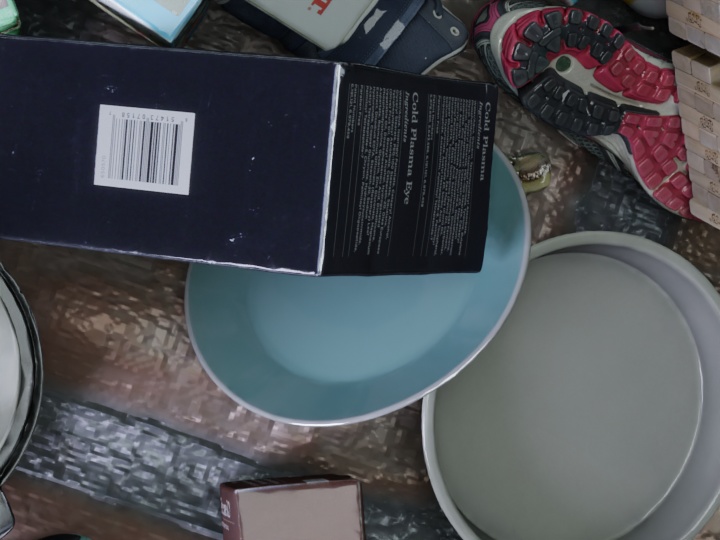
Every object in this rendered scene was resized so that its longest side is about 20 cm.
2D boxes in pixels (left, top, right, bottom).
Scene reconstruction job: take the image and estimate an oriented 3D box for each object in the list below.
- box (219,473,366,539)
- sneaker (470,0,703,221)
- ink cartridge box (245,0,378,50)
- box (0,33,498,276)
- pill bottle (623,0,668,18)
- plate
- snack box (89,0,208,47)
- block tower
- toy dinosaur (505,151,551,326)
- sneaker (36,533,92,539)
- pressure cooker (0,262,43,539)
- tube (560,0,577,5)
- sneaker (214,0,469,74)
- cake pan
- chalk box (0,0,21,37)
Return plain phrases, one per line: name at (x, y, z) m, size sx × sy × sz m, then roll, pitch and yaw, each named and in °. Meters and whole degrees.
box at (-0.033, 0.212, 1.283) m, size 0.075 × 0.100 × 0.200 m, roll -2°, pitch 86°, yaw -8°
sneaker at (0.148, -0.098, 1.325) m, size 0.200 × 0.075 × 0.081 m, roll 32°, pitch 94°, yaw -32°
ink cartridge box at (-0.056, -0.222, 1.166) m, size 0.200 × 0.083 × 0.147 m, roll 31°, pitch 105°, yaw -30°
box at (-0.058, -0.057, 1.209) m, size 0.200 × 0.182 × 0.104 m, roll 7°, pitch 95°, yaw 28°
pill bottle at (0.161, -0.213, 1.329) m, size 0.200 × 0.112 × 0.112 m, roll 40°, pitch 82°, yaw -3°
plate at (0.000, 0.000, 1.291) m, size 0.200 × 0.026 × 0.200 m, roll -11°, pitch 56°, yaw 17°
snack box at (-0.135, -0.160, 1.239) m, size 0.116 × 0.200 × 0.037 m, roll 34°, pitch 90°, yaw -5°
block tower at (0.202, -0.119, 1.267) m, size 0.058 × 0.054 × 0.200 m, roll -21°, pitch 119°, yaw -20°
toy dinosaur at (0.032, 0.012, 1.335) m, size 0.200 × 0.047 × 0.088 m, roll -32°, pitch 88°, yaw -4°
sneaker at (-0.206, 0.237, 1.275) m, size 0.200 × 0.078 × 0.140 m, roll -28°, pitch 92°, yaw 1°
pressure cooker at (-0.248, 0.051, 1.212) m, size 0.176 × 0.200 × 0.179 m, roll 14°, pitch 85°, yaw -8°
tube at (0.150, -0.234, 1.251) m, size 0.077 × 0.050 × 0.200 m, roll 35°, pitch 92°, yaw -17°
sneaker at (0.012, -0.191, 1.330) m, size 0.146 × 0.077 × 0.202 m, roll 38°, pitch 69°, yaw -17°
cake pan at (0.121, 0.076, 1.321) m, size 0.200 × 0.037 × 0.200 m, roll -3°, pitch 97°, yaw -20°
chalk box at (-0.252, -0.150, 1.223) m, size 0.124 × 0.200 × 0.124 m, roll -23°, pitch 89°, yaw -8°
